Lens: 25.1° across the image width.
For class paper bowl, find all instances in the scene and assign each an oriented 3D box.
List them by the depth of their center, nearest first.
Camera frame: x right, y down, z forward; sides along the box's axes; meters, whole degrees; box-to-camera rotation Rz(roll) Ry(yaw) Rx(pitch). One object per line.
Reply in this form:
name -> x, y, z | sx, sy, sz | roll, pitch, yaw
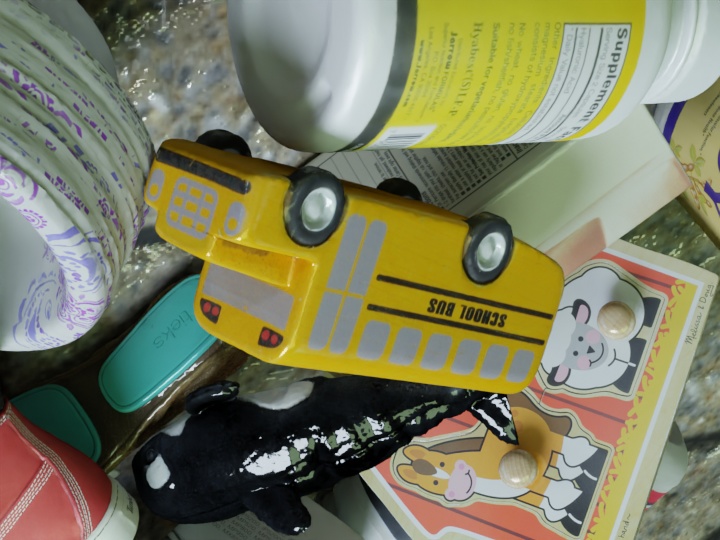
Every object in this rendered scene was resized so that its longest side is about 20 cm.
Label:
paper bowl -> -0.176, -0.061, 0.632 | 0.200, 0.104, 0.201 | 15, 152, 8

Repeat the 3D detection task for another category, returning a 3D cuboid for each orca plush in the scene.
orca plush -> -0.021, 0.101, 0.792 | 0.200, 0.071, 0.105 | -9, 147, 7

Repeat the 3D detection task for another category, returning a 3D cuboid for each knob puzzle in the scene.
knob puzzle -> 0.065, 0.053, 0.850 | 0.220, 0.220, 0.030 | -38, 163, 9

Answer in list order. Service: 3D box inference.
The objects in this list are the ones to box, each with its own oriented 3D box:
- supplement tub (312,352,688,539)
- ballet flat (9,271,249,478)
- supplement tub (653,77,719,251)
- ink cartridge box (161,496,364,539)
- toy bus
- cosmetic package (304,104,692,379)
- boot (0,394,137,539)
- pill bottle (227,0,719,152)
supplement tub -> 0.075, 0.123, 0.936 | 0.200, 0.140, 0.140 | -44, 134, 14
ballet flat -> -0.131, 0.075, 0.855 | 0.200, 0.068, 0.072 | -40, 155, 5
supplement tub -> 0.257, -0.038, 0.842 | 0.145, 0.200, 0.146 | -14, 133, -15
ink cartridge box -> -0.095, 0.216, 0.843 | 0.200, 0.083, 0.147 | -38, 153, -47
toy bus -> 0.000, 0.000, 0.666 | 0.200, 0.065, 0.078 | 11, 99, -48
cosmetic package -> 0.050, -0.034, 0.812 | 0.200, 0.103, 0.087 | -35, 137, 8
boot -> -0.225, 0.137, 0.766 | 0.200, 0.072, 0.144 | -44, 119, 0
pill bottle -> 0.056, -0.107, 0.665 | 0.200, 0.111, 0.111 | -5, 131, -32
